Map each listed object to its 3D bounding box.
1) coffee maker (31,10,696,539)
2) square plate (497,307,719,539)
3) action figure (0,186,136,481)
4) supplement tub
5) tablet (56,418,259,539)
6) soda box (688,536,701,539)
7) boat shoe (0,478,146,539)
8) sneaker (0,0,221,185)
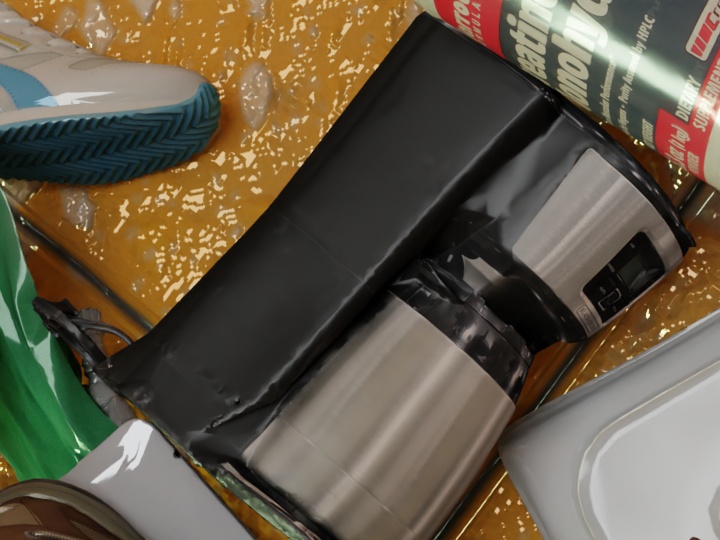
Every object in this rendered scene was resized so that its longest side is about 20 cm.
[{"bbox_3d":[0.000,0.000,0.896,0.192,0.135,0.200,40,84,4],"label":"coffee maker"},{"bbox_3d":[0.174,0.100,0.875,0.198,0.028,0.200,-32,69,13],"label":"square plate"},{"bbox_3d":[-0.143,0.045,0.989,0.200,0.055,0.118,54,132,8],"label":"action figure"},{"bbox_3d":[0.100,-0.130,0.825,0.200,0.140,0.141,33,92,18],"label":"supplement tub"},{"bbox_3d":[-0.123,0.171,0.959,0.200,0.014,0.130,-41,93,8],"label":"tablet"},{"bbox_3d":[0.191,0.171,0.801,0.200,0.068,0.064,26,98,10],"label":"soda box"},{"bbox_3d":[-0.075,0.158,0.909,0.200,0.072,0.076,27,99,0],"label":"boat shoe"},{"bbox_3d":[-0.158,-0.085,1.027,0.199,0.077,0.081,0,71,18],"label":"sneaker"}]
